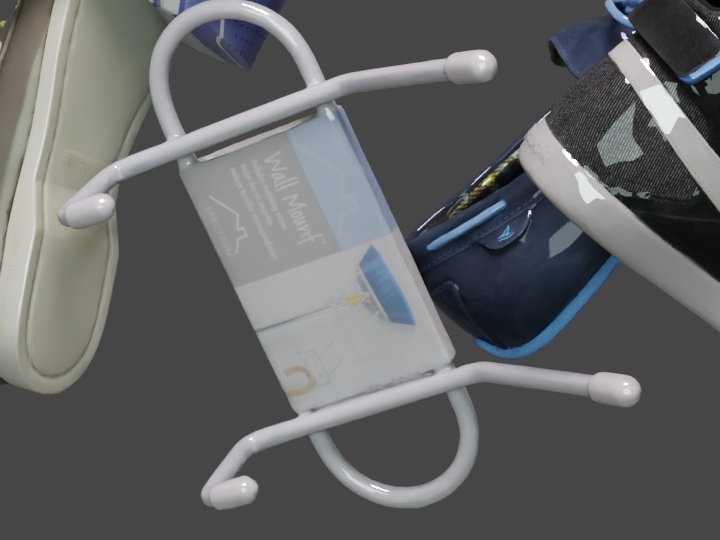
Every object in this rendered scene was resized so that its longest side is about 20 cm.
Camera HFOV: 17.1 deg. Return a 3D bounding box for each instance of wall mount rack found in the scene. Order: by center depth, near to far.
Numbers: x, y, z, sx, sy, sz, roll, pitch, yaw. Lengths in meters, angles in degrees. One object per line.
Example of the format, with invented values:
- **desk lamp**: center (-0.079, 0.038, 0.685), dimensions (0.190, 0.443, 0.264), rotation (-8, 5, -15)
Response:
- **wall mount rack**: center (0.000, 0.000, 0.810), dimensions (0.173, 0.075, 0.200), rotation (-19, 106, 25)

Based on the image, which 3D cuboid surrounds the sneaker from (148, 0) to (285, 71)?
- **sneaker**: center (0.004, -0.163, 0.851), dimensions (0.115, 0.081, 0.200), rotation (19, 88, 9)

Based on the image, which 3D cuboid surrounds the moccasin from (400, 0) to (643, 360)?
- **moccasin**: center (0.092, -0.061, 0.834), dimensions (0.068, 0.080, 0.200), rotation (38, 91, -8)

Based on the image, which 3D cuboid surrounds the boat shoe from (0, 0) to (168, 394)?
- **boat shoe**: center (-0.114, -0.058, 0.864), dimensions (0.060, 0.072, 0.202), rotation (8, 80, 29)

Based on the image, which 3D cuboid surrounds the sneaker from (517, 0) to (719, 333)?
- **sneaker**: center (0.159, -0.020, 0.789), dimensions (0.200, 0.073, 0.112), rotation (34, 107, -26)
